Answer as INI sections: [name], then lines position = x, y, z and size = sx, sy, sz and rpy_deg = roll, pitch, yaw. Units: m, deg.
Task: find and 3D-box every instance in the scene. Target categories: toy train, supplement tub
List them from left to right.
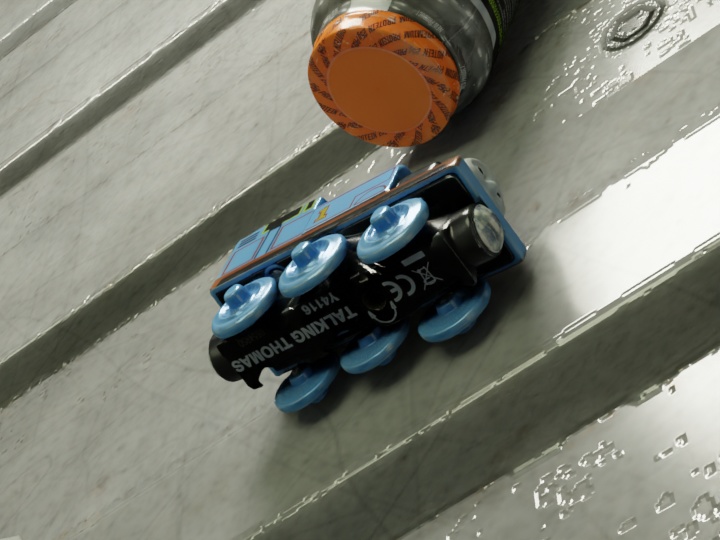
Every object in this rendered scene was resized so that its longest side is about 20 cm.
[toy train]
position = 0.000, 0.000, 1.033
size = 0.199, 0.087, 0.115
rpy_deg = -27, 23, 30
[supplement tub]
position = 0.041, -0.181, 1.203
size = 0.122, 0.123, 0.201
rpy_deg = -20, 33, 39

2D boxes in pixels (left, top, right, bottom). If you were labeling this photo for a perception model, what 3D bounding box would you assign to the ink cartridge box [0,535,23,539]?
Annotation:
[ink cartridge box]
position = -0.144, 0.219, 0.756
size = 0.087, 0.147, 0.200
rpy_deg = -13, 20, -22
